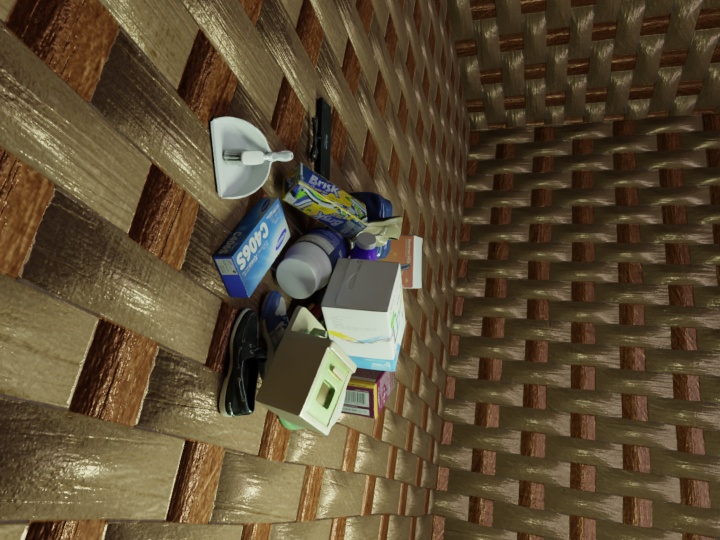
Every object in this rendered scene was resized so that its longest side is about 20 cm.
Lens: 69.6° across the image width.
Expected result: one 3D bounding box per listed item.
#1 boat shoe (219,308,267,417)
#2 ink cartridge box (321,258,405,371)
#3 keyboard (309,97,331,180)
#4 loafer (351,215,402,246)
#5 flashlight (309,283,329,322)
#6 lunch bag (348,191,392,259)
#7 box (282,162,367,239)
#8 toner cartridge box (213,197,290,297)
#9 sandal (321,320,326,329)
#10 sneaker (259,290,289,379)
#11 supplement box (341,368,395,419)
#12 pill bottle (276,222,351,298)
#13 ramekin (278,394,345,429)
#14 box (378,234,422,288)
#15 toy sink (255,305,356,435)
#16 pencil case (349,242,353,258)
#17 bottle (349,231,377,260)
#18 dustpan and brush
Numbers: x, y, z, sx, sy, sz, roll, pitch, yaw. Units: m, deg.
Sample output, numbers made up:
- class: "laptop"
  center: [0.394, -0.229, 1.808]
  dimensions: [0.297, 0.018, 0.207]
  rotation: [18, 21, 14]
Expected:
- class: "boat shoe"
  center: [-0.207, 0.171, 0.963]
  dimensions: [0.075, 0.065, 0.202]
  rotation: [53, 43, -59]
- class: "ink cartridge box"
  center: [0.013, 0.097, 1.143]
  dimensions: [0.202, 0.144, 0.148]
  rotation: [80, 20, -44]
- class: "keyboard"
  center: [-0.100, -0.326, 1.288]
  dimensions: [0.127, 0.020, 0.203]
  rotation: [3, 88, -76]
- class: "loafer"
  center: [0.034, -0.092, 1.303]
  dimensions: [0.198, 0.076, 0.068]
  rotation: [-17, 98, -33]
- class: "flashlight"
  center: [-0.112, 0.098, 1.229]
  dimensions: [0.200, 0.067, 0.069]
  rotation: [-44, 159, -57]
- class: "lunch bag"
  center: [0.005, -0.113, 1.424]
  dimensions: [0.132, 0.134, 0.203]
  rotation: [0, 92, -69]
- class: "box"
  center: [-0.077, -0.151, 1.150]
  dimensions: [0.199, 0.064, 0.071]
  rotation: [30, 39, -34]
- class: "toner cartridge box"
  center: [-0.202, -0.048, 0.994]
  dimensions: [0.201, 0.043, 0.096]
  rotation: [-66, 151, -47]
- class: "sandal"
  center: [-0.066, 0.109, 1.361]
  dimensions: [0.201, 0.054, 0.083]
  rotation: [-60, 145, -53]
- class: "sneaker"
  center: [-0.155, 0.142, 1.075]
  dimensions: [0.075, 0.087, 0.203]
  rotation: [-20, 109, -66]
- class: "supplement box"
  center: [0.012, 0.325, 1.486]
  dimensions: [0.200, 0.129, 0.105]
  rotation: [-34, 125, -65]
- class: "pill bottle"
  center: [-0.103, -0.025, 1.164]
  dimensions: [0.200, 0.114, 0.117]
  rotation: [-52, 139, -57]
- class: "ramekin"
  center: [-0.107, 0.269, 1.197]
  dimensions: [0.200, 0.096, 0.203]
  rotation: [1, 90, -70]
- class: "box"
  center: [0.076, -0.026, 1.531]
  dimensions: [0.106, 0.197, 0.155]
  rotation: [4, 87, -69]
- class: "toy sink"
  center: [-0.089, 0.190, 0.994]
  dimensions: [0.202, 0.111, 0.131]
  rotation: [-67, 149, -24]
- class: "pencil case"
  center: [-0.059, -0.064, 1.331]
  dimensions: [0.087, 0.086, 0.203]
  rotation: [18, 75, -69]
- class: "bottle"
  center: [0.000, 0.000, 1.238]
  dimensions: [0.084, 0.065, 0.202]
  rotation: [-54, 162, -44]
- class: "dustpan and brush"
  center: [-0.194, -0.214, 0.978]
  dimensions: [0.200, 0.056, 0.142]
  rotation: [-33, 122, -66]
